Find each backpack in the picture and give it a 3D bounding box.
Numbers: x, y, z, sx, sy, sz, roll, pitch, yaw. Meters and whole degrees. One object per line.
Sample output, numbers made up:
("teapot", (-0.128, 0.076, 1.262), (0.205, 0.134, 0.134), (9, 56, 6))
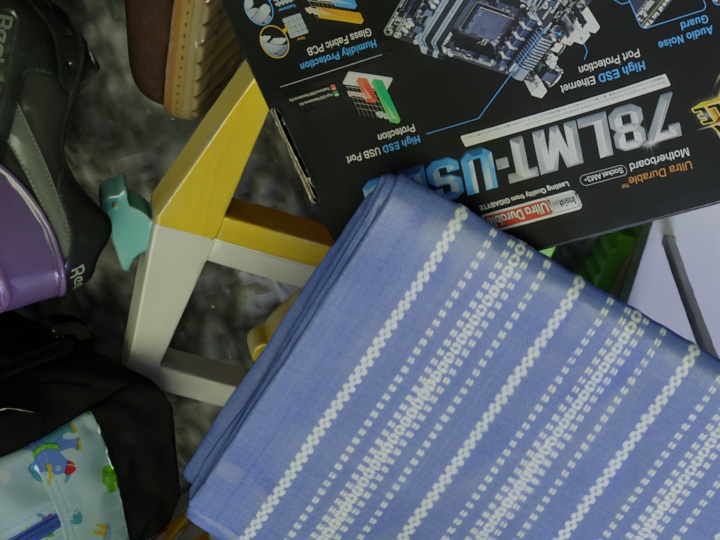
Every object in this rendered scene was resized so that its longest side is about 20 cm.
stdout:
("backpack", (-0.185, 0.102, 0.976), (0.163, 0.200, 0.154), (20, 120, 42))

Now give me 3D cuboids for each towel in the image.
("towel", (0.057, 0.070, 0.899), (0.200, 0.024, 0.145), (30, 113, -7))

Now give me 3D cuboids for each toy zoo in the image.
("toy zoo", (0.000, 0.000, 0.995), (0.200, 0.020, 0.131), (17, 115, -20))

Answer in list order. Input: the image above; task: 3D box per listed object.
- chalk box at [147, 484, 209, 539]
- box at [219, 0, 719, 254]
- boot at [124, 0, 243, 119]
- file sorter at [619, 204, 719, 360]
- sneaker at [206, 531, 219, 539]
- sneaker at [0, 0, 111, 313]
("chalk box", (-0.025, 0.191, 1.059), (0.124, 0.124, 0.200), (-38, 104, 19))
("box", (0.044, -0.105, 0.851), (0.200, 0.050, 0.199), (-15, 107, 37))
("boot", (-0.112, -0.161, 0.965), (0.166, 0.072, 0.201), (13, 116, 16))
("file sorter", (0.171, 0.022, 0.947), (0.138, 0.125, 0.200), (12, 114, -8))
("sneaker", (0.027, 0.098, 0.995), (0.074, 0.200, 0.081), (-40, 65, 39))
("sneaker", (-0.139, -0.084, 0.953), (0.087, 0.076, 0.201), (-12, 92, -18))
